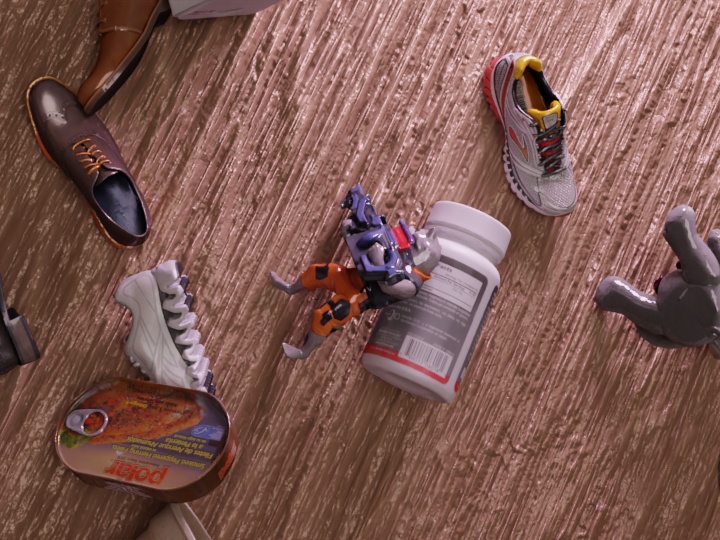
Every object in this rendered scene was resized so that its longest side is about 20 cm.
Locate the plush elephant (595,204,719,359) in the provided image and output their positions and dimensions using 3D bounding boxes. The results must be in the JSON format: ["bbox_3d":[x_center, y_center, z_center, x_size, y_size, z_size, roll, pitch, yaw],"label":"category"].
[{"bbox_3d":[0.418,0.028,1.566,0.200,0.154,0.166,43,117,19],"label":"plush elephant"}]

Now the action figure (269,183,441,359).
[{"bbox_3d":[0.000,0.000,1.409,0.191,0.201,0.105,-24,122,10],"label":"action figure"}]

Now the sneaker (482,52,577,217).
[{"bbox_3d":[0.204,-0.157,1.519,0.077,0.082,0.202,-25,97,-20],"label":"sneaker"}]

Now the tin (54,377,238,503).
[{"bbox_3d":[-0.214,0.170,1.300,0.113,0.197,0.042,-64,149,-33],"label":"tin"}]

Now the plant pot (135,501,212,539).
[{"bbox_3d":[-0.209,0.357,1.295,0.182,0.200,0.202,-33,99,-7],"label":"plant pot"}]

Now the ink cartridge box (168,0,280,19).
[{"bbox_3d":[-0.149,-0.376,1.363,0.145,0.082,0.203,-20,96,-54],"label":"ink cartridge box"}]

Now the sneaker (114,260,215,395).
[{"bbox_3d":[-0.201,0.094,1.366,0.080,0.075,0.203,-14,95,-1],"label":"sneaker"}]

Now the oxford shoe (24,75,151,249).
[{"bbox_3d":[-0.274,-0.116,1.339,0.071,0.073,0.201,-37,100,-18],"label":"oxford shoe"}]

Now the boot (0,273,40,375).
[{"bbox_3d":[-0.427,0.055,1.275,0.173,0.069,0.202,-30,100,-20],"label":"boot"}]

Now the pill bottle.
[{"bbox_3d":[0.088,0.034,1.449,0.113,0.114,0.202,27,78,-17],"label":"pill bottle"}]

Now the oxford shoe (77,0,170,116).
[{"bbox_3d":[-0.252,-0.251,1.360,0.071,0.071,0.202,30,66,-12],"label":"oxford shoe"}]
